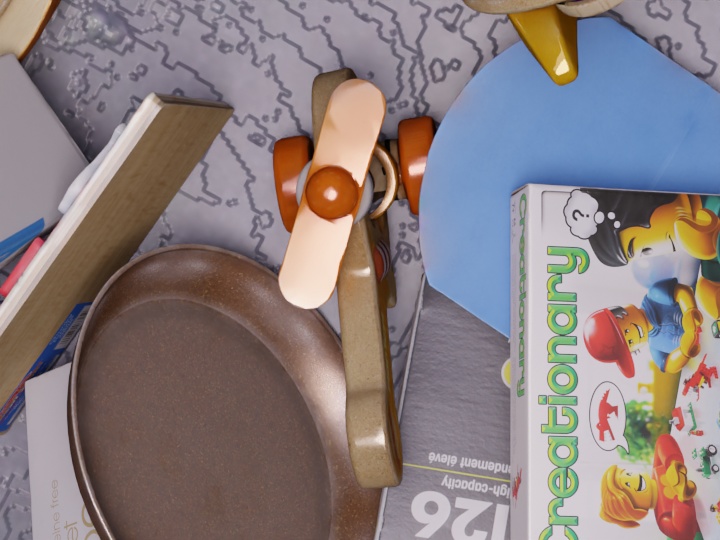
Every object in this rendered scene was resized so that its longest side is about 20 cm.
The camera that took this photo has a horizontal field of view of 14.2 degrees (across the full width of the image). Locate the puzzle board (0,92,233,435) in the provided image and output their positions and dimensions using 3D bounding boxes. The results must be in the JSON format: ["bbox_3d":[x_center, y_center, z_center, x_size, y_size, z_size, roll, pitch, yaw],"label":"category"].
[{"bbox_3d":[-0.137,0.000,1.352,0.017,0.151,0.200,37,97,6],"label":"puzzle board"}]

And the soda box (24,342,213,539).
[{"bbox_3d":[-0.109,0.141,1.355,0.068,0.064,0.201,-23,63,36],"label":"soda box"}]

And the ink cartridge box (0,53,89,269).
[{"bbox_3d":[-0.237,-0.001,1.336,0.200,0.146,0.085,-34,93,25],"label":"ink cartridge box"}]

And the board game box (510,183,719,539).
[{"bbox_3d":[0.131,0.064,1.311,0.125,0.035,0.201,2,80,-13],"label":"board game box"}]

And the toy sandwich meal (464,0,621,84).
[{"bbox_3d":[0.134,-0.155,1.289,0.204,0.205,0.070,-30,109,7],"label":"toy sandwich meal"}]

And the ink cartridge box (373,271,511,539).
[{"bbox_3d":[0.108,0.111,1.360,0.196,0.047,0.201,9,69,3],"label":"ink cartridge box"}]

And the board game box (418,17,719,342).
[{"bbox_3d":[0.121,-0.019,1.363,0.199,0.039,0.158,33,75,-6],"label":"board game box"}]

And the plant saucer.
[{"bbox_3d":[-0.065,0.087,1.351,0.032,0.200,0.201,-27,93,39],"label":"plant saucer"}]

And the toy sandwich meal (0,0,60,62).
[{"bbox_3d":[-0.227,-0.177,1.389,0.204,0.070,0.207,2,96,16],"label":"toy sandwich meal"}]

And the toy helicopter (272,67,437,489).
[{"bbox_3d":[0.000,0.000,1.324,0.078,0.132,0.201,-8,67,5],"label":"toy helicopter"}]
